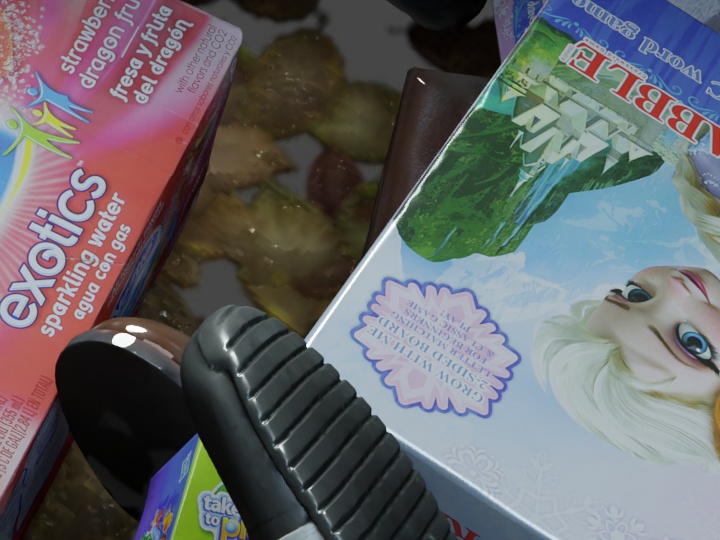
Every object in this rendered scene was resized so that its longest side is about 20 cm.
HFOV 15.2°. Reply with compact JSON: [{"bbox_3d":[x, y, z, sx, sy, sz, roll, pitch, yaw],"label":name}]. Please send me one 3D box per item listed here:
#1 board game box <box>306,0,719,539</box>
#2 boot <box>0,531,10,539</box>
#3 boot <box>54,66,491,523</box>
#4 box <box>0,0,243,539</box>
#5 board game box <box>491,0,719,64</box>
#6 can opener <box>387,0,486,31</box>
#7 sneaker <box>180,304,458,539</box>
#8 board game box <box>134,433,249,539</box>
[{"bbox_3d":[0.100,0.030,0.722,0.199,0.041,0.200,32,47,3],"label":"board game box"},{"bbox_3d":[-0.115,0.145,0.680,0.065,0.200,0.166,-2,54,35],"label":"boot"},{"bbox_3d":[0.000,0.000,0.825,0.064,0.186,0.201,-3,54,36],"label":"boot"},{"bbox_3d":[-0.120,0.006,0.811,0.095,0.100,0.201,25,59,1],"label":"box"},{"bbox_3d":[0.123,-0.151,0.858,0.041,0.199,0.201,32,37,-36],"label":"board game box"},{"bbox_3d":[-0.025,-0.156,0.959,0.200,0.079,0.064,36,97,12],"label":"can opener"},{"bbox_3d":[-0.007,0.109,0.618,0.088,0.074,0.201,-27,90,18],"label":"sneaker"},{"bbox_3d":[0.025,0.142,0.697,0.199,0.045,0.135,22,63,-14],"label":"board game box"}]
